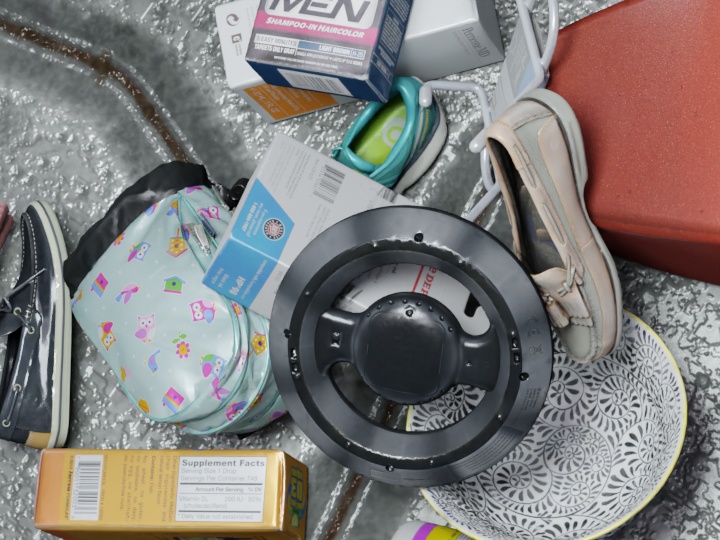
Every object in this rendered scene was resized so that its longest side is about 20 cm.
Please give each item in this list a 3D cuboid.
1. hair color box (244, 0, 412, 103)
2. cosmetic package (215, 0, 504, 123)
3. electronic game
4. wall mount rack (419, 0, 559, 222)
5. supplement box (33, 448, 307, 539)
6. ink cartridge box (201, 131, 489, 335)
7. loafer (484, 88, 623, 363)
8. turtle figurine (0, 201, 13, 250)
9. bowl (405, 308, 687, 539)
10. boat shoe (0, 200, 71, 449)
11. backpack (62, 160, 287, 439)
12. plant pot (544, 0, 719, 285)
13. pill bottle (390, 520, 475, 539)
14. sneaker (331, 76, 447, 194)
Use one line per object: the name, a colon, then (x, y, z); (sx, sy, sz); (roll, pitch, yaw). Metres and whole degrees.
hair color box: (-0.009, -0.232, 1.614); (0.100, 0.061, 0.200); (10, 79, 18)
cosmetic package: (0.000, -0.182, 1.685); (0.200, 0.101, 0.071); (-15, 74, 13)
electronic game: (0.034, 0.053, 1.501); (0.200, 0.042, 0.200); (3, 104, 14)
wall mount rack: (0.088, -0.110, 1.563); (0.074, 0.200, 0.174); (2, 51, -12)
supplement box: (-0.143, 0.172, 1.661); (0.200, 0.067, 0.069); (1, 75, 15)
ink cartridge box: (0.000, 0.000, 1.582); (0.200, 0.067, 0.116); (28, 48, -6)
loafer: (0.125, -0.022, 1.489); (0.072, 0.063, 0.200); (11, 123, 48)
turtle figurine: (-0.376, 0.013, 1.727); (0.144, 0.200, 0.194); (-21, 74, 46)
bowl: (0.140, 0.125, 1.566); (0.201, 0.094, 0.201); (-8, 58, 13)
boat shoe: (-0.262, 0.042, 1.717); (0.062, 0.075, 0.200); (2, 80, -16)
backpack: (-0.129, 0.035, 1.638); (0.167, 0.127, 0.200); (-48, 62, 25)
plant pot: (0.233, -0.092, 1.557); (0.176, 0.200, 0.200); (0, 77, 29)
pill bottle: (0.114, 0.248, 1.550); (0.200, 0.104, 0.104); (11, 81, 18)
sneaker: (-0.011, -0.064, 1.671); (0.077, 0.080, 0.200); (30, 87, 20)
